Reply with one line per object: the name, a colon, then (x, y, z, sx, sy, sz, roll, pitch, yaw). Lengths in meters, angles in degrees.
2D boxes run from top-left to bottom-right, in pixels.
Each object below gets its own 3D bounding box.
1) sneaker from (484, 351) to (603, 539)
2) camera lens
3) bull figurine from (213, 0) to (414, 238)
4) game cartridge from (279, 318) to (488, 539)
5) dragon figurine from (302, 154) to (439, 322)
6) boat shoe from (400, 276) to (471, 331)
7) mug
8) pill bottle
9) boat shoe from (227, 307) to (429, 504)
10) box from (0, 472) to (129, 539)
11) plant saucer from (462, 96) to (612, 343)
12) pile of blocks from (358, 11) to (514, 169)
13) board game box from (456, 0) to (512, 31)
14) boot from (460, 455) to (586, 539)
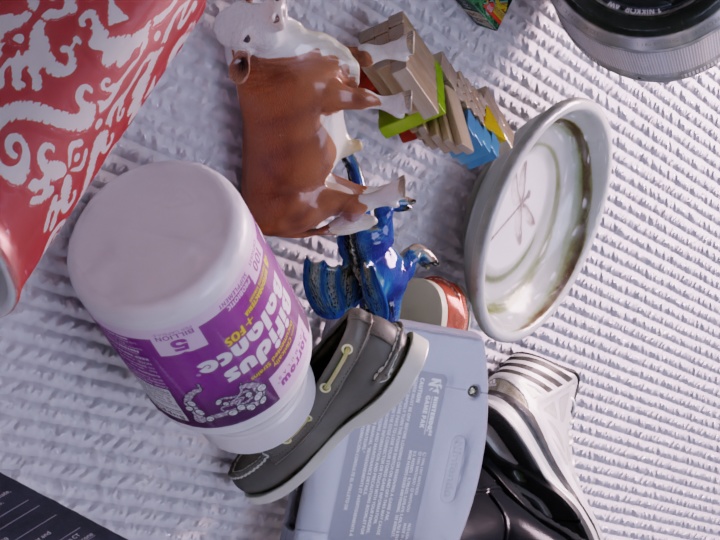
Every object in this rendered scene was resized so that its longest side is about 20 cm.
sneaker: (0.171, 0.152, 1.885, 0.115, 0.076, 0.201, -51, 122, -35)
camera lens: (0.211, -0.223, 1.605, 0.200, 0.160, 0.160, 23, 90, -79)
bull figurine: (-0.029, -0.098, 1.394, 0.200, 0.121, 0.065, 93, 0, -46)
game cartridge: (0.021, 0.135, 1.612, 0.133, 0.042, 0.200, 10, 94, -25)
dragon figurine: (0.000, 0.000, 1.508, 0.099, 0.059, 0.200, -64, 146, -35)
boat shoe: (0.034, 0.101, 1.677, 0.063, 0.071, 0.200, 5, 102, -63)
mug: (-0.186, -0.091, 1.140, 0.133, 0.177, 0.200, 44, 62, -21)
pill bottle: (-0.093, 0.031, 1.359, 0.112, 0.112, 0.200, -56, 150, -19)
boat shoe: (-0.034, 0.089, 1.495, 0.202, 0.060, 0.072, -42, -158, 41)
box: (-0.222, 0.187, 1.161, 0.107, 0.200, 0.149, -31, 136, -49)
plant saucer: (0.127, -0.044, 1.741, 0.200, 0.050, 0.200, -40, 141, -43)
pile of blocks: (0.044, -0.103, 1.539, 0.200, 0.062, 0.082, 31, 41, -59)
board game box: (0.075, -0.250, 1.538, 0.105, 0.023, 0.200, -62, 151, -4)
boot: (0.096, 0.225, 1.746, 0.076, 0.200, 0.168, -53, 160, 23)
